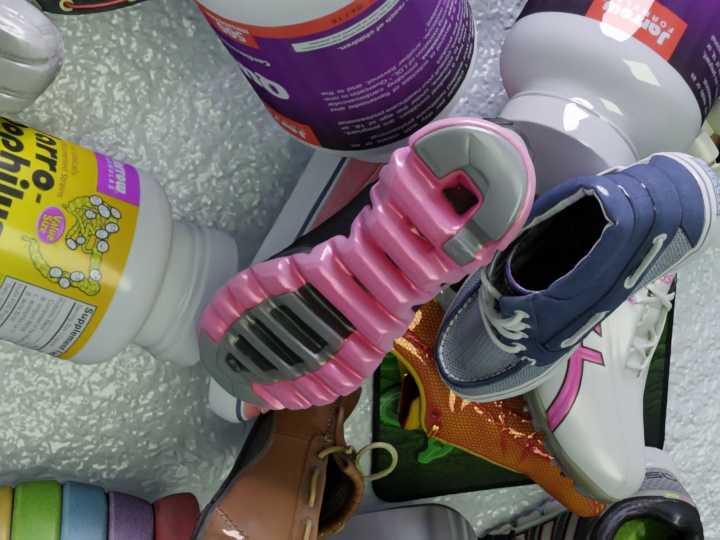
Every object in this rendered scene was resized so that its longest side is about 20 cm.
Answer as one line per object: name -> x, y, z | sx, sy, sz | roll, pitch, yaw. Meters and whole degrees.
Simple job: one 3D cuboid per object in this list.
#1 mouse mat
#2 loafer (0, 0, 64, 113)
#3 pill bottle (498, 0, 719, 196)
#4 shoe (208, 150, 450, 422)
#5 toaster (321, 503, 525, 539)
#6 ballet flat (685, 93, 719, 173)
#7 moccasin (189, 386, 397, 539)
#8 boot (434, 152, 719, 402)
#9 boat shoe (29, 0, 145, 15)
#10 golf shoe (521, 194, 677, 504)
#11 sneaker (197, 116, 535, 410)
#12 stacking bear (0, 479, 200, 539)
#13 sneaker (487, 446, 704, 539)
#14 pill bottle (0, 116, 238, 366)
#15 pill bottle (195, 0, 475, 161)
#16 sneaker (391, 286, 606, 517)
mouse mat -> 0.101, 0.054, 1.000 | 0.199, 0.008, 0.162 | -4, 106, -19
loafer -> -0.234, -0.137, 0.784 | 0.199, 0.070, 0.070 | 29, 111, -8
pill bottle -> 0.147, -0.133, 0.880 | 0.112, 0.112, 0.200 | 40, 67, -25
shoe -> 0.000, 0.000, 0.872 | 0.091, 0.072, 0.201 | 23, 74, 11
toaster -> 0.005, 0.208, 0.913 | 0.199, 0.129, 0.114 | -13, 109, 1
ballet flat -> 0.205, -0.087, 0.965 | 0.200, 0.072, 0.068 | -36, 104, -8
moccasin -> -0.028, 0.111, 0.867 | 0.077, 0.201, 0.074 | 24, 110, 2
boot -> 0.081, 0.007, 0.817 | 0.090, 0.073, 0.200 | -9, 154, -44
boat shoe -> -0.078, -0.178, 0.839 | 0.201, 0.074, 0.063 | -18, 142, -25
golf shoe -> 0.131, 0.024, 0.908 | 0.072, 0.092, 0.201 | 10, 66, -51
sneaker -> 0.008, -0.007, 0.799 | 0.200, 0.095, 0.079 | -36, 97, 23
stacking bear -> -0.188, 0.164, 0.863 | 0.199, 0.114, 0.122 | 5, 145, -12
sneaker -> 0.125, 0.188, 0.998 | 0.200, 0.087, 0.074 | -36, 115, -4
pill bottle -> -0.164, -0.016, 0.823 | 0.199, 0.104, 0.105 | 20, 96, -25
pill bottle -> -0.010, -0.126, 0.776 | 0.112, 0.112, 0.200 | -45, 155, -5
sneaker -> 0.066, 0.077, 0.957 | 0.077, 0.073, 0.200 | -46, 104, 0
